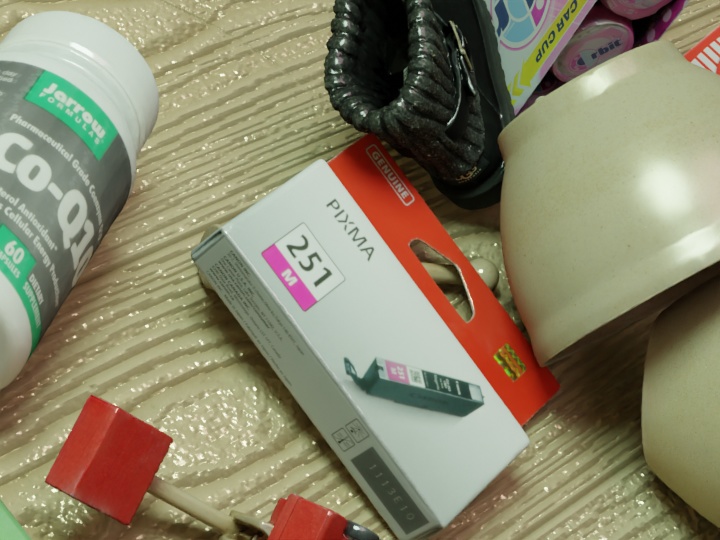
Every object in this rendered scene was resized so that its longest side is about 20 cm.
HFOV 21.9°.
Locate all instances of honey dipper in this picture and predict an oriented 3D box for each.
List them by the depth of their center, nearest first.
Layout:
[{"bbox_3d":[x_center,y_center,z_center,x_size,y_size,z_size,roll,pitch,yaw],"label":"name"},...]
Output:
[{"bbox_3d":[0.000,0.000,1.090,0.199,0.038,0.038,6,52,-32],"label":"honey dipper"}]

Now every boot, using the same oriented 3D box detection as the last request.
[{"bbox_3d":[0.025,-0.148,1.141,0.158,0.079,0.212,33,29,-53],"label":"boot"}]

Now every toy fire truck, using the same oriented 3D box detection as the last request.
[{"bbox_3d":[-0.042,0.135,0.908,0.200,0.141,0.049,38,74,-45],"label":"toy fire truck"}]

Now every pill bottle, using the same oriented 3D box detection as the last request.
[{"bbox_3d":[-0.183,-0.040,0.951,0.113,0.113,0.200,30,45,-6],"label":"pill bottle"}]

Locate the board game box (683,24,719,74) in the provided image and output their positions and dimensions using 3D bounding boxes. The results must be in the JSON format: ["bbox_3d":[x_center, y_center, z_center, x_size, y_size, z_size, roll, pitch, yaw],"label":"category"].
[{"bbox_3d":[0.307,-0.086,1.340,0.200,0.046,0.151,44,45,7],"label":"board game box"}]

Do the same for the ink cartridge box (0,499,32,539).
[{"bbox_3d":[-0.262,0.097,0.809,0.200,0.088,0.145,50,45,11],"label":"ink cartridge box"}]

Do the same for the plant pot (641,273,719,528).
[{"bbox_3d":[0.238,0.075,1.088,0.134,0.201,0.201,4,41,20],"label":"plant pot"}]

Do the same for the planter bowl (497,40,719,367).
[{"bbox_3d":[0.163,-0.049,1.093,0.200,0.200,0.135,-20,79,-41],"label":"planter bowl"}]

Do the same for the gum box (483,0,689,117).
[{"bbox_3d":[0.133,-0.171,1.192,0.066,0.200,0.114,5,51,-28],"label":"gum box"}]

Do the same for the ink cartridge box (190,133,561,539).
[{"bbox_3d":[0.025,0.026,1.046,0.200,0.044,0.173,53,48,-1],"label":"ink cartridge box"}]
